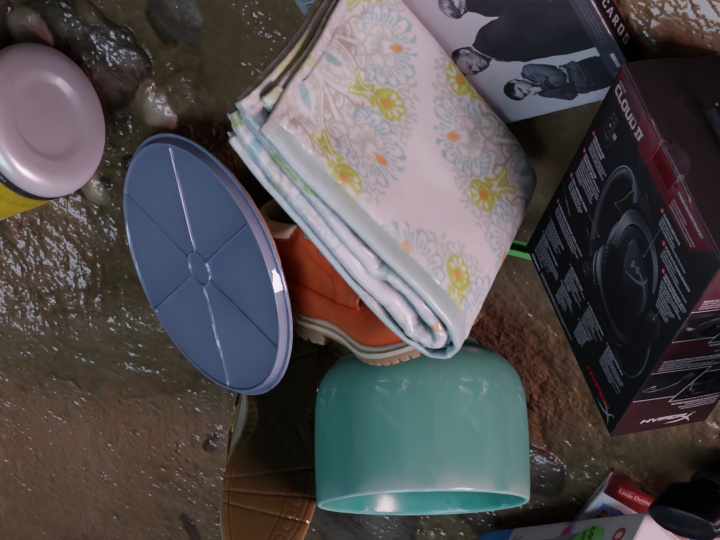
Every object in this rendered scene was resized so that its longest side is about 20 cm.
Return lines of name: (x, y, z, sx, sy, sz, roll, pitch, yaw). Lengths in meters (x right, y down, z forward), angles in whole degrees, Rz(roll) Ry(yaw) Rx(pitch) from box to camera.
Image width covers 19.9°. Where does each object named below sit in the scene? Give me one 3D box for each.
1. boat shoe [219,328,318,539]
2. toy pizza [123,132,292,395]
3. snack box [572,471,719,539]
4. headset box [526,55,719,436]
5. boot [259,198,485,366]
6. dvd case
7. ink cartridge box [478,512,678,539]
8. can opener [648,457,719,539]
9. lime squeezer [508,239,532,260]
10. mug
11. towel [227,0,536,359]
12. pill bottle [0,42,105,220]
boat shoe: (-0.064, 0.137, 1.524, 0.073, 0.201, 0.066, 9, 155, -2)
toy pizza: (-0.105, -0.006, 1.478, 0.200, 0.032, 0.201, 34, 137, 39)
snack box: (0.254, 0.225, 1.523, 0.199, 0.024, 0.072, 31, 142, 2)
headset box: (0.186, -0.020, 1.226, 0.201, 0.077, 0.150, 114, 141, -49)
boot: (0.000, 0.000, 1.404, 0.199, 0.075, 0.108, 10, 129, 51)
dvd case: (0.062, -0.155, 1.272, 0.199, 0.025, 0.151, -11, 123, 40)
ink cartridge box: (0.165, 0.285, 1.516, 0.146, 0.147, 0.199, 44, 149, -19)
can opener: (0.288, 0.175, 1.386, 0.199, 0.079, 0.064, 12, 137, 50)
lime squeezer: (0.039, -0.042, 1.376, 0.199, 0.038, 0.071, 32, 172, 6)
mug: (0.030, 0.110, 1.459, 0.184, 0.115, 0.152, -8, 166, 30)
towel: (0.021, -0.070, 1.232, 0.048, 0.172, 0.200, -23, 116, 42)
pill bottle: (-0.286, -0.088, 1.496, 0.199, 0.112, 0.112, -16, 121, 42)
